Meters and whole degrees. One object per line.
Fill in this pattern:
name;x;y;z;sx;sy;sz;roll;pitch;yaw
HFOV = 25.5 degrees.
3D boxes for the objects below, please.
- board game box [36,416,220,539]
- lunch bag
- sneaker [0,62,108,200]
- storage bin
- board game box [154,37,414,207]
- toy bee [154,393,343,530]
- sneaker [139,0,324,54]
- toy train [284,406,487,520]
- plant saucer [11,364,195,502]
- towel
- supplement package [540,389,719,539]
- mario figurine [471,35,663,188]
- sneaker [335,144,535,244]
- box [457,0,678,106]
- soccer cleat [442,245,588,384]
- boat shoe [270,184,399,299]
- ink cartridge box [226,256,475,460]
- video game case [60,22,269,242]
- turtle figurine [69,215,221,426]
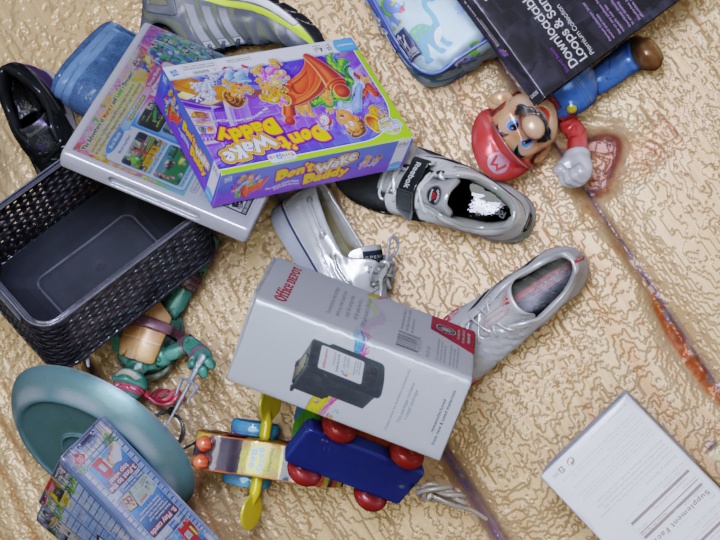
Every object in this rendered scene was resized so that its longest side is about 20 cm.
board game box;-0.204;0.257;1.471;0.200;0.200;0.062;40;53;4
lunch bag;0.102;-0.283;1.513;0.200;0.082;0.161;-30;80;5
sneaker;-0.303;-0.113;1.562;0.076;0.088;0.200;-33;83;6
storage bin;-0.248;-0.024;1.470;0.200;0.094;0.135;-38;67;-18
board game box;-0.070;-0.139;1.461;0.200;0.045;0.135;-14;58;-29
toy bee;-0.116;0.182;1.507;0.200;0.109;0.131;-12;86;8
sneaker;-0.127;-0.239;1.559;0.200;0.074;0.081;23;100;15
toy train;0.029;0.161;1.493;0.200;0.116;0.085;23;128;-18
plant saucer;-0.249;0.169;1.496;0.200;0.200;0.027;25;52;10
towel;-0.191;-0.165;1.543;0.200;0.049;0.112;28;52;8
supplement package;0.272;0.218;1.440;0.110;0.114;0.200;-45;83;5
mario figurine;0.188;-0.159;1.475;0.200;0.106;0.123;-43;61;-1
sneaker;0.067;-0.080;1.504;0.200;0.089;0.074;14;91;11
box;0.195;-0.263;1.443;0.200;0.036;0.143;-37;89;-12
soccer cleat;0.129;0.046;1.486;0.200;0.085;0.069;-37;82;5
boat shoe;0.002;-0.001;1.513;0.086;0.075;0.202;-38;75;22
ink cartridge box;-0.005;0.074;1.406;0.200;0.146;0.083;21;106;0
video game case;-0.155;-0.132;1.472;0.182;0.024;0.200;23;48;0
turtle figurine;-0.207;0.052;1.534;0.150;0.101;0.200;16;74;-5
